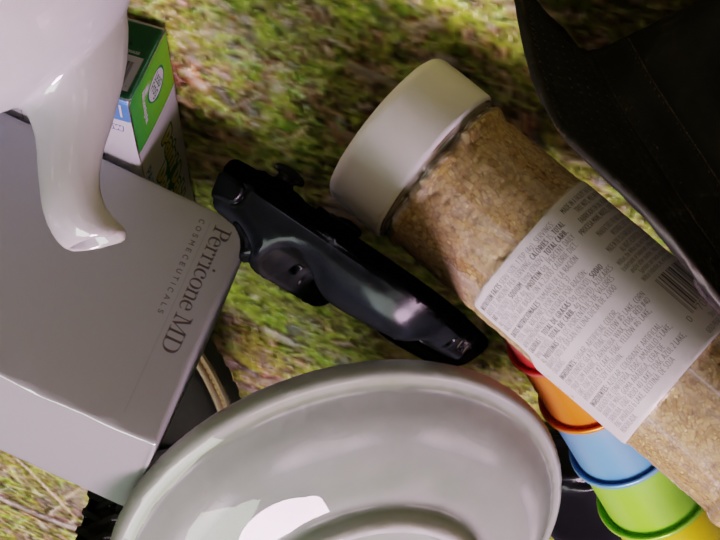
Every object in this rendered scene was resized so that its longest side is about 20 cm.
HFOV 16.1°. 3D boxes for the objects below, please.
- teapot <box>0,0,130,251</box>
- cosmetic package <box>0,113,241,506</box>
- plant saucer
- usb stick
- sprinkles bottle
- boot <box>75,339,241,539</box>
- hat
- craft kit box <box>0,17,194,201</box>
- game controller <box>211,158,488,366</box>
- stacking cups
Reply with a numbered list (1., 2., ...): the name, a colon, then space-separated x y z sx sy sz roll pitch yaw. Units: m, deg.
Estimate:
1. teapot: -0.179 -0.118 0.907 0.199 0.147 0.198 12 150 22
2. cosmetic package: -0.158 0.001 1.047 0.199 0.113 0.081 22 153 -2
3. plant saucer: -0.005 0.124 1.059 0.199 0.050 0.201 -11 135 -11
4. usb stick: 0.130 0.142 1.251 0.055 0.033 0.200 -1 144 27
5. sprinkles bottle: 0.082 0.008 0.950 0.200 0.068 0.068 41 154 9
6. boot: -0.118 0.114 1.198 0.077 0.138 0.201 -8 105 47
7. hat: 0.132 -0.040 0.859 0.081 0.201 0.201 -36 127 13
8. craft kit box: -0.172 -0.059 1.114 0.199 0.049 0.198 17 149 11
9. game controller: 0.000 0.000 1.010 0.104 0.042 0.200 25 179 9
10. stacking cups: 0.109 0.058 1.106 0.060 0.061 0.200 2 140 34
